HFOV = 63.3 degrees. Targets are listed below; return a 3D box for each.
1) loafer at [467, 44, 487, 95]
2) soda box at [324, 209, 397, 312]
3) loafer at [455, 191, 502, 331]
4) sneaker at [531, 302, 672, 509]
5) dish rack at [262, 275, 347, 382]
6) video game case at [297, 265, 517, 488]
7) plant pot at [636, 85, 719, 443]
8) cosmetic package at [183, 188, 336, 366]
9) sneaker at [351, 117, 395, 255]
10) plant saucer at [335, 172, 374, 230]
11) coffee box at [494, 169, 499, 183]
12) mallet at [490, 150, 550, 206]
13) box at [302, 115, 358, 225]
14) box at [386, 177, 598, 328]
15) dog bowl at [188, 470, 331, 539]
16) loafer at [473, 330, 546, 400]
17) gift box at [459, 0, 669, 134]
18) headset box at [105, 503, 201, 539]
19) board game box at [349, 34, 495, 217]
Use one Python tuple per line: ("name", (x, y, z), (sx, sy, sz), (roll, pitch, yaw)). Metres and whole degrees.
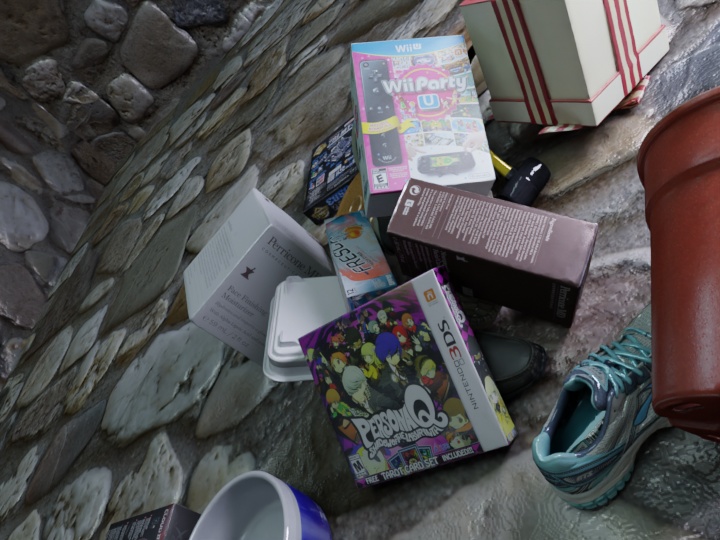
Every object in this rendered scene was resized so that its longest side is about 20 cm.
("loafer", (0.144, -0.297, 0.970), (0.199, 0.067, 0.077), (-42, 33, 15))
("soda box", (0.000, 0.000, 0.756), (0.062, 0.070, 0.201), (-14, 33, -5))
("loafer", (0.133, -0.016, 0.713), (0.069, 0.074, 0.205), (112, 166, -61))
("sneaker", (0.214, 0.098, 0.479), (0.202, 0.086, 0.077), (-55, 33, -5))
("dish rack", (-0.043, 0.061, 0.775), (0.166, 0.045, 0.202), (-4, 32, -1))
("video game case", (0.041, 0.120, 0.623), (0.197, 0.036, 0.185), (-27, 83, 32))
("plant pot", (0.284, 0.011, 0.395), (0.198, 0.199, 0.200), (-6, 61, 48))
("cosmetic package", (-0.168, 0.010, 0.977), (0.201, 0.164, 0.166), (-48, 33, 8))
("sneaker", (0.054, -0.128, 0.753), (0.105, 0.073, 0.206), (-14, 91, 60))
("plant saucer", (0.004, -0.092, 0.926), (0.200, 0.035, 0.204), (-46, 33, 41))
("coffee box", (0.121, -0.181, 0.874), (0.112, 0.079, 0.203), (-36, 35, 23))
("mallet", (0.155, -0.164, 0.743), (0.066, 0.201, 0.041), (-40, -10, -3))
("box", (-0.021, -0.212, 1.115), (0.198, 0.049, 0.202), (-31, 37, 30))
("box", (0.133, -0.019, 0.605), (0.195, 0.101, 0.076), (16, 68, 23))
("dog bowl", (-0.126, 0.347, 0.676), (0.198, 0.078, 0.203), (-33, 36, 28))
("loafer", (0.103, 0.098, 0.634), (0.197, 0.072, 0.074), (-14, 46, 43))
("gift box", (0.237, -0.276, 0.716), (0.199, 0.189, 0.184), (-41, 32, -13))
("headset box", (-0.296, 0.426, 0.818), (0.198, 0.075, 0.151), (-29, 39, 33))
("board game box", (0.066, -0.174, 0.697), (0.143, 0.065, 0.205), (-6, 68, -4))
